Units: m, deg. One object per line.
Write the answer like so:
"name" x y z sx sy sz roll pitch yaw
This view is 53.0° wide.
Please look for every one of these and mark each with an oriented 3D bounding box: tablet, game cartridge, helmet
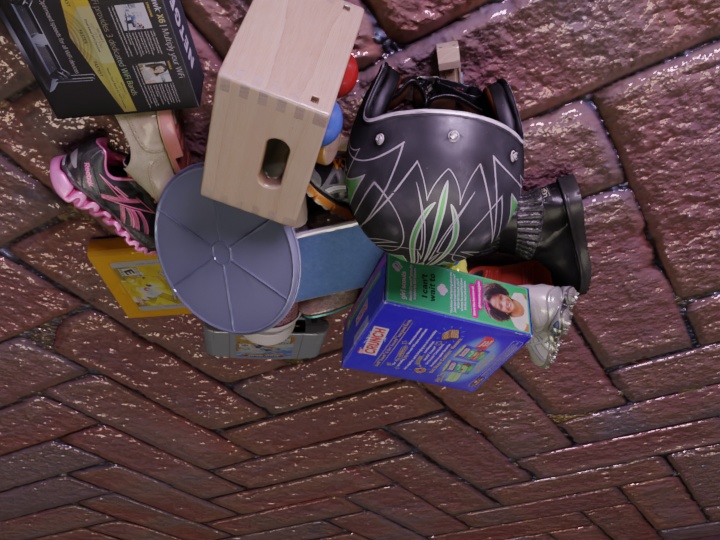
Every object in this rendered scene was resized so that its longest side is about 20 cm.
"tablet" -0.038 -0.012 0.879 0.196 0.014 0.131 -12 143 1
"game cartridge" -0.274 0.011 1.063 0.196 0.033 0.177 -3 145 5
"helmet" 0.073 -0.101 0.720 0.196 0.193 0.202 2 138 2
"game cartridge" -0.156 0.110 1.182 0.196 0.042 0.134 2 151 -9

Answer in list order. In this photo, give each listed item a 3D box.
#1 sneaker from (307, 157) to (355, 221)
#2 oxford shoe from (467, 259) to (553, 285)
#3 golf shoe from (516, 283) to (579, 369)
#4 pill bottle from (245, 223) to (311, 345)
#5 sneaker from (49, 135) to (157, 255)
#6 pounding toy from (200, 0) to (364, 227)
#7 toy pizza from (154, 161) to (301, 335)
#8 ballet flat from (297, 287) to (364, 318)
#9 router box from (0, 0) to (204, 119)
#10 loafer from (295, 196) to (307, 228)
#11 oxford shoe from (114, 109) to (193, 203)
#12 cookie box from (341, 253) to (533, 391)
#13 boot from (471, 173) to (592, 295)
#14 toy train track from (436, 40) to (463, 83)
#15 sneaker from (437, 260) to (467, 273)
"sneaker" -0.008 -0.102 0.880 0.198 0.079 0.078 30 107 -29
"oxford shoe" 0.226 0.018 1.069 0.196 0.073 0.072 4 179 -19
"golf shoe" 0.245 0.072 1.023 0.096 0.079 0.201 15 151 14
"pill bottle" -0.125 0.016 1.002 0.107 0.111 0.201 5 144 -9
"sneaker" -0.276 -0.093 0.889 0.095 0.080 0.199 -35 138 16
"pounding toy" -0.061 -0.153 0.721 0.140 0.186 0.201 18 143 -6
"toy pizza" -0.149 -0.024 0.815 0.197 0.032 0.204 10 114 23
"ballet flat" 0.000 0.000 0.984 0.197 0.068 0.068 -21 120 -22
"router box" -0.250 -0.240 0.684 0.154 0.053 0.201 -3 145 3
"loafer" -0.132 -0.069 0.861 0.198 0.075 0.069 -6 109 52
"oxford shoe" -0.235 -0.118 0.843 0.072 0.072 0.202 -4 135 -5
"cookie box" 0.093 0.073 0.929 0.196 0.076 0.172 13 143 -15
"boot" 0.217 -0.032 0.962 0.155 0.080 0.213 -15 132 9
"toy train track" 0.107 -0.165 0.814 0.112 0.033 0.201 -6 144 8
"sneaker" 0.114 -0.010 0.970 0.074 0.107 0.201 -5 144 10
